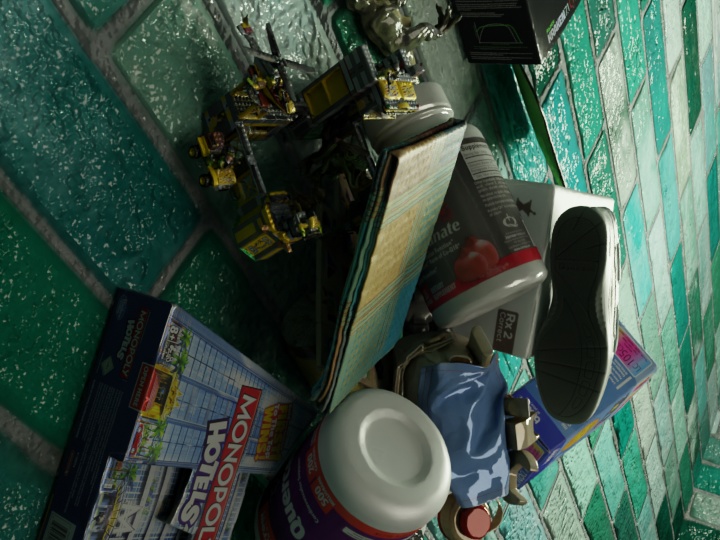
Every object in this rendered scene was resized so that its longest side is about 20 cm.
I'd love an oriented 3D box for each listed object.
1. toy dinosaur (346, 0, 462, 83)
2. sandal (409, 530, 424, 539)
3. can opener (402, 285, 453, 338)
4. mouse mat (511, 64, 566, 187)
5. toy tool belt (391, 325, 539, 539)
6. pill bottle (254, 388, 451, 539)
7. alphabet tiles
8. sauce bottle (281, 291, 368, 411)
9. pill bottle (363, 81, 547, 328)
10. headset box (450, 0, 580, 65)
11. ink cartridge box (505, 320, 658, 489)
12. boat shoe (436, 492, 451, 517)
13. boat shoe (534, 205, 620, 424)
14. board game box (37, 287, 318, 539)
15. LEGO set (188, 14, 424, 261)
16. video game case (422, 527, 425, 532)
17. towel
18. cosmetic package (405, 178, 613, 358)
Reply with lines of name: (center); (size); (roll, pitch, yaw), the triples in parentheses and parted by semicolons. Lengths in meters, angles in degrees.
toy dinosaur: (0.044, -0.226, 0.746); (0.089, 0.047, 0.200); (-54, 142, -9)
sandal: (0.001, 0.241, 0.804); (0.075, 0.048, 0.202); (-44, 112, -27)
can opener: (0.059, 0.064, 0.797); (0.052, 0.067, 0.204); (3, 94, -22)
mouse mat: (0.208, -0.178, 0.949); (0.201, 0.007, 0.163); (57, 16, -48)
toy tool belt: (0.095, 0.149, 0.702); (0.123, 0.122, 0.204); (-12, 90, -24)
pill bottle: (-0.018, 0.192, 0.663); (0.112, 0.113, 0.201); (-30, 162, -47)
alphabet tiles: (0.000, 0.000, 0.714); (0.167, 0.007, 0.204); (35, 50, -60)
sauce bottle: (-0.011, 0.106, 0.751); (0.065, 0.064, 0.202); (-54, 140, -30)
pill bottle: (0.078, -0.061, 0.724); (0.110, 0.110, 0.203); (-9, 72, -54)
headset box: (0.160, -0.349, 0.833); (0.175, 0.092, 0.202); (-56, 139, -29)
ink cartridge box: (0.216, 0.158, 0.894); (0.198, 0.077, 0.137); (-30, 156, -19)
boat shoe: (0.066, 0.206, 0.828); (0.065, 0.073, 0.200); (-47, 160, -2)
boat shoe: (0.211, 0.042, 0.758); (0.064, 0.073, 0.206); (-7, 100, -50)
board game box: (-0.120, 0.137, 0.603); (0.199, 0.061, 0.204); (25, 79, -55)
LEGO set: (-0.014, -0.095, 0.598); (0.198, 0.115, 0.157); (-1, 70, -49)
video game case: (0.025, 0.286, 0.899); (0.181, 0.022, 0.204); (28, 78, -56)
towel: (0.022, -0.008, 0.605); (0.146, 0.021, 0.203); (-36, 146, -59)
cosmetic package: (0.156, -0.012, 0.871); (0.199, 0.163, 0.168); (0, 100, -56)
